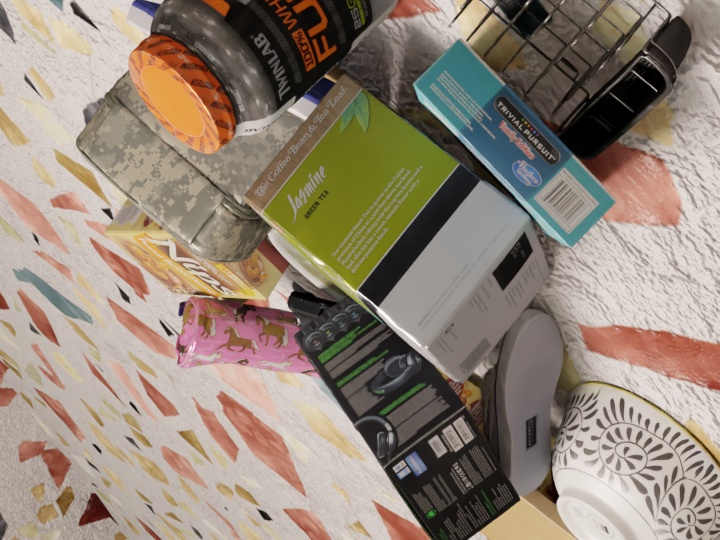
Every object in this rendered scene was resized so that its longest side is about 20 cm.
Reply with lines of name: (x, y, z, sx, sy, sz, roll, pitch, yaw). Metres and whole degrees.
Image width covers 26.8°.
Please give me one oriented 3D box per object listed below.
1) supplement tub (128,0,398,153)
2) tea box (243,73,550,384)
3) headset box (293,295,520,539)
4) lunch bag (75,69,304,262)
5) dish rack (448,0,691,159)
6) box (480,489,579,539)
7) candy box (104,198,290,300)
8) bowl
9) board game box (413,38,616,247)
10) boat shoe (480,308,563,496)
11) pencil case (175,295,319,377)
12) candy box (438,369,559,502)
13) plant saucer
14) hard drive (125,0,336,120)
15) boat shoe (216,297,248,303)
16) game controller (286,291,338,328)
supplement tub: (-0.073, -0.188, 1.148, 0.122, 0.200, 0.123, 37, 157, 18)
tea box: (0.036, -0.028, 1.247, 0.196, 0.134, 0.200, 40, 178, 18)
headset box: (0.040, 0.132, 1.406, 0.200, 0.092, 0.175, 52, 176, 42)
lunch bag: (-0.139, -0.125, 1.432, 0.200, 0.168, 0.139, 41, -164, 15)
dish rack: (0.118, -0.176, 1.010, 0.200, 0.055, 0.153, 41, 157, -1)
box: (0.151, 0.248, 1.551, 0.199, 0.021, 0.164, 37, 156, 15)
candy box: (-0.178, -0.025, 1.630, 0.115, 0.056, 0.199, 44, 157, -29)
bowl: (0.245, 0.210, 1.410, 0.200, 0.094, 0.201, 37, 156, 20)
board game box: (0.107, -0.091, 1.091, 0.151, 0.047, 0.200, 46, -175, -1)
boat shoe: (0.141, 0.118, 1.419, 0.065, 0.073, 0.202, 36, 133, 45)
pencil case: (-0.106, 0.078, 1.694, 0.087, 0.198, 0.084, -129, 49, -64)
candy box: (0.118, 0.175, 1.604, 0.199, 0.055, 0.116, 34, 155, 28)
plant saucer: (0.000, 0.000, 1.510, 0.199, 0.050, 0.200, 35, 169, 8)
hard drive: (-0.089, -0.176, 1.306, 0.199, 0.026, 0.132, 30, -167, 21)
boat shoe: (-0.150, -0.028, 1.744, 0.066, 0.072, 0.202, 44, 154, 20)
game controller: (-0.005, 0.061, 1.581, 0.104, 0.042, 0.200, 24, 176, -25)
